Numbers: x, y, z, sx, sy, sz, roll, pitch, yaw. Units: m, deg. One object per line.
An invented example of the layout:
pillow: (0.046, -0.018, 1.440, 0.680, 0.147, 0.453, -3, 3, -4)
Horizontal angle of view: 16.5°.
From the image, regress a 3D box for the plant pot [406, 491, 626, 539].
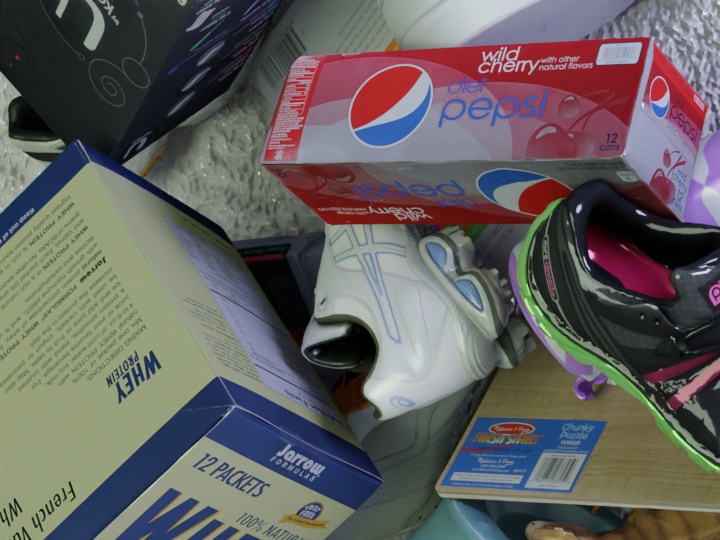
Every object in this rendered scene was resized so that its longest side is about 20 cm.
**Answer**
plant pot: (0.070, 0.213, 1.263, 0.200, 0.200, 0.188, 35, 109, 30)

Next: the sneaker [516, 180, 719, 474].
sneaker: (0.157, 0.031, 1.086, 0.200, 0.077, 0.084, 32, 145, 11)

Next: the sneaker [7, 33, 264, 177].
sneaker: (-0.129, -0.117, 1.406, 0.200, 0.088, 0.076, -45, 39, 35)

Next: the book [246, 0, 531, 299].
book: (0.028, -0.075, 1.323, 0.200, 0.048, 0.134, 56, 132, 17)

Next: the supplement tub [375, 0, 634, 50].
supplement tub: (0.045, -0.204, 1.223, 0.132, 0.132, 0.200, -32, 78, 40)

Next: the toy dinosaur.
toy dinosaur: (0.179, 0.115, 1.209, 0.106, 0.200, 0.061, 170, 80, -82)

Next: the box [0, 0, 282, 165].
box: (-0.113, -0.156, 1.257, 0.122, 0.106, 0.200, 48, 149, 6)

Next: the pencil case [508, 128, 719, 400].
pencil case: (0.164, -0.016, 1.167, 0.200, 0.084, 0.086, -32, 69, 25)

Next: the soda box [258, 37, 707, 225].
soda box: (0.056, -0.063, 1.162, 0.200, 0.070, 0.064, 1, 66, 34)

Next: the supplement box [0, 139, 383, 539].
supplement box: (-0.134, 0.085, 1.271, 0.200, 0.134, 0.200, -44, 52, 12)

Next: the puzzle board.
puzzle board: (0.146, 0.057, 1.199, 0.200, 0.151, 0.017, -2, 136, 41)

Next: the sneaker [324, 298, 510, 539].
sneaker: (0.026, 0.084, 1.317, 0.092, 0.076, 0.200, 32, 123, -21)

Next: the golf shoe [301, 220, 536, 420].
golf shoe: (0.000, 0.000, 1.247, 0.078, 0.097, 0.200, 58, 174, -37)

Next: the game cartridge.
game cartridge: (-0.056, 0.044, 1.404, 0.200, 0.038, 0.130, -6, 117, 41)
